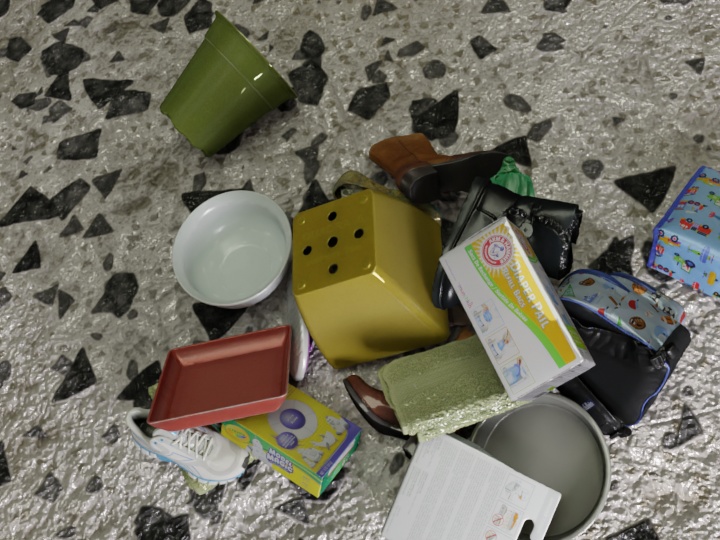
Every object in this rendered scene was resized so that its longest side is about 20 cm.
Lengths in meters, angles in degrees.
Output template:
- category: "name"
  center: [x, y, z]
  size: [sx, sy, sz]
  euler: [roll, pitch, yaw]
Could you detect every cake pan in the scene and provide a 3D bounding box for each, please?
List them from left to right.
- category: "cake pan"
  center: [0.238, 0.265, 1.190]
  size: [0.196, 0.037, 0.205]
  euler: [-8, 71, 23]

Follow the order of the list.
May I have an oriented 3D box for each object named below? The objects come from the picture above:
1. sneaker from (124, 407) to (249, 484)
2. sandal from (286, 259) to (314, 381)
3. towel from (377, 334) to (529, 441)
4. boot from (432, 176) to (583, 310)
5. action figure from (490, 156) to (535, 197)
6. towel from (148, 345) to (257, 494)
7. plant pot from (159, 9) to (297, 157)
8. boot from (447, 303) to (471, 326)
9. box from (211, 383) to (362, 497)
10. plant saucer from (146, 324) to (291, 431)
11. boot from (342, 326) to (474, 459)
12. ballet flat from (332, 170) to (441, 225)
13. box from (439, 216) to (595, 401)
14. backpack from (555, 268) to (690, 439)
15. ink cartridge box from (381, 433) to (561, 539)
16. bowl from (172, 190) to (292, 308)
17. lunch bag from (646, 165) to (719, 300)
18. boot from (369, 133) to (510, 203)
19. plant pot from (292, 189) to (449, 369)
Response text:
- category: "sneaker"
  center: [-0.253, 0.244, 1.262]
  size: [0.195, 0.087, 0.076]
  euler: [13, 63, 16]
- category: "sandal"
  center: [-0.083, 0.068, 1.369]
  size: [0.049, 0.083, 0.207]
  euler: [5, 62, -17]
- category: "towel"
  center: [0.129, 0.151, 1.205]
  size: [0.196, 0.037, 0.149]
  euler: [-15, 35, -11]
- category: "boot"
  center: [0.203, -0.019, 1.224]
  size: [0.165, 0.076, 0.204]
  euler: [21, 83, 23]
- category: "action figure"
  center: [0.218, -0.069, 1.300]
  size: [0.115, 0.055, 0.205]
  euler: [3, 79, 3]
- category: "towel"
  center: [-0.225, 0.219, 1.339]
  size: [0.146, 0.037, 0.202]
  euler: [-30, 61, -5]
- category: "plant pot"
  center: [-0.242, -0.305, 1.537]
  size: [0.190, 0.200, 0.200]
  euler: [-45, 63, 2]
- category: "boot"
  center: [0.153, -0.015, 1.357]
  size: [0.143, 0.071, 0.204]
  euler: [-19, 61, 5]
- category: "box"
  center: [-0.109, 0.222, 1.268]
  size: [0.197, 0.049, 0.117]
  euler: [27, 39, 18]
- category: "plant saucer"
  center: [-0.193, 0.158, 1.276]
  size: [0.195, 0.037, 0.201]
  euler: [-13, 25, 3]
- category: "boot"
  center: [0.095, 0.157, 1.283]
  size: [0.187, 0.069, 0.201]
  euler: [35, 75, 25]
- category: "ballet flat"
  center: [0.036, -0.100, 1.421]
  size: [0.198, 0.071, 0.071]
  euler: [28, 72, 27]
- category: "box"
  center: [0.196, 0.050, 1.114]
  size: [0.100, 0.112, 0.203]
  euler: [-31, 71, 16]
- category: "backpack"
  center: [0.331, 0.090, 1.199]
  size: [0.188, 0.202, 0.154]
  euler: [31, 49, 16]
- category: "ink cartridge box"
  center: [0.145, 0.320, 1.180]
  size: [0.197, 0.047, 0.163]
  euler: [24, 91, 12]
- category: "bowl"
  center: [-0.193, -0.019, 1.420]
  size: [0.196, 0.091, 0.206]
  euler: [-5, 63, 10]
- category: "lunch bag"
  center: [0.535, -0.070, 1.299]
  size: [0.149, 0.095, 0.201]
  euler: [29, 63, 26]
- category: "boot"
  center: [0.127, -0.172, 1.417]
  size: [0.184, 0.070, 0.200]
  euler: [-20, 28, -8]
- category: "plant pot"
  center: [0.000, 0.000, 1.288]
  size: [0.196, 0.176, 0.204]
  euler: [-16, 58, 23]
